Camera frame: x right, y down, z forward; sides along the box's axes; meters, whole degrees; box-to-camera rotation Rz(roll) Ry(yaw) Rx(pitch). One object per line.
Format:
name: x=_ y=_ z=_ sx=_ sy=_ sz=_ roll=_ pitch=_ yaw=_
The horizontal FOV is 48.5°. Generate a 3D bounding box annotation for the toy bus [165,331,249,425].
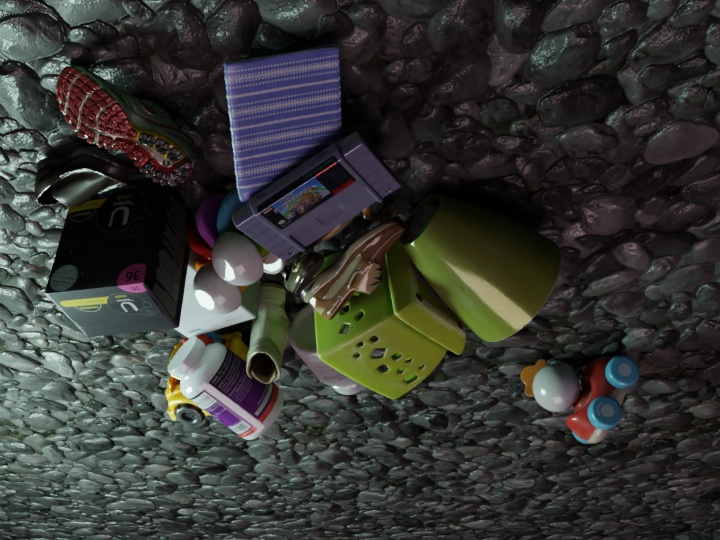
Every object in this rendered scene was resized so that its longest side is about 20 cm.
toy bus: x=-0.307 y=0.192 z=1.558 sx=0.199 sy=0.136 sz=0.192 roll=-11 pitch=130 yaw=18

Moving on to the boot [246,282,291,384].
boot: x=-0.165 y=0.137 z=1.439 sx=0.072 sy=0.155 sz=0.200 roll=2 pitch=144 yaw=-1

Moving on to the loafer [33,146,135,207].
loafer: x=-0.381 y=-0.119 z=1.096 sx=0.200 sy=0.072 sz=0.073 roll=-3 pitch=161 yaw=42

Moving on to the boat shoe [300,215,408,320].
boat shoe: x=0.000 y=0.000 z=1.201 sx=0.200 sy=0.076 sz=0.074 roll=-41 pitch=85 yaw=23

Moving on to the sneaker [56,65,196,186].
sneaker: x=-0.302 y=-0.191 z=1.036 sx=0.200 sy=0.082 sz=0.078 roll=39 pitch=120 yaw=-19

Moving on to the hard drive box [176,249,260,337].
hard drive box: x=-0.290 y=0.023 z=1.344 sx=0.155 sy=0.077 sz=0.200 roll=-17 pitch=141 yaw=24

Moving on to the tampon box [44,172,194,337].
tampon box: x=-0.344 y=-0.024 z=1.168 sx=0.149 sy=0.201 sz=0.126 roll=-7 pitch=145 yaw=10

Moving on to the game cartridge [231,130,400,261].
game cartridge: x=-0.057 y=-0.093 z=1.053 sx=0.200 sy=0.038 sz=0.130 roll=-32 pitch=152 yaw=13

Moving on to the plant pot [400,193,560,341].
plant pot: x=0.164 y=-0.022 z=1.208 sx=0.200 sy=0.187 sz=0.187 roll=33 pitch=135 yaw=-19

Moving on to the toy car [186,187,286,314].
toy car: x=-0.186 y=-0.047 z=1.199 sx=0.150 sy=0.175 sz=0.200 roll=45 pitch=138 yaw=2

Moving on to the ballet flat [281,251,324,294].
ballet flat: x=-0.095 y=0.000 z=1.222 sx=0.046 sy=0.067 sz=0.200 roll=45 pitch=171 yaw=-1

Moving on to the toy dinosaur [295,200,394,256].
toy dinosaur: x=-0.011 y=-0.096 z=1.189 sx=0.106 sy=0.060 sz=0.200 roll=19 pitch=123 yaw=-14

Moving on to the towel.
towel: x=-0.092 y=-0.179 z=0.993 sx=0.144 sy=0.024 sz=0.200 roll=-15 pitch=134 yaw=-17

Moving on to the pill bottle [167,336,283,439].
pill bottle: x=-0.241 y=0.206 z=1.428 sx=0.200 sy=0.113 sz=0.112 roll=41 pitch=131 yaw=-20

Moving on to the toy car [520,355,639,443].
toy car: x=0.426 y=0.231 z=1.609 sx=0.200 sy=0.177 sz=0.184 roll=26 pitch=162 yaw=12

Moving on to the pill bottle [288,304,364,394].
pill bottle: x=-0.048 y=0.152 z=1.496 sx=0.114 sy=0.115 sz=0.200 roll=-10 pitch=145 yaw=15

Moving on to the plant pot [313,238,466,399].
plant pot: x=0.054 y=0.062 z=1.302 sx=0.181 sy=0.200 sz=0.199 roll=-32 pitch=135 yaw=28
